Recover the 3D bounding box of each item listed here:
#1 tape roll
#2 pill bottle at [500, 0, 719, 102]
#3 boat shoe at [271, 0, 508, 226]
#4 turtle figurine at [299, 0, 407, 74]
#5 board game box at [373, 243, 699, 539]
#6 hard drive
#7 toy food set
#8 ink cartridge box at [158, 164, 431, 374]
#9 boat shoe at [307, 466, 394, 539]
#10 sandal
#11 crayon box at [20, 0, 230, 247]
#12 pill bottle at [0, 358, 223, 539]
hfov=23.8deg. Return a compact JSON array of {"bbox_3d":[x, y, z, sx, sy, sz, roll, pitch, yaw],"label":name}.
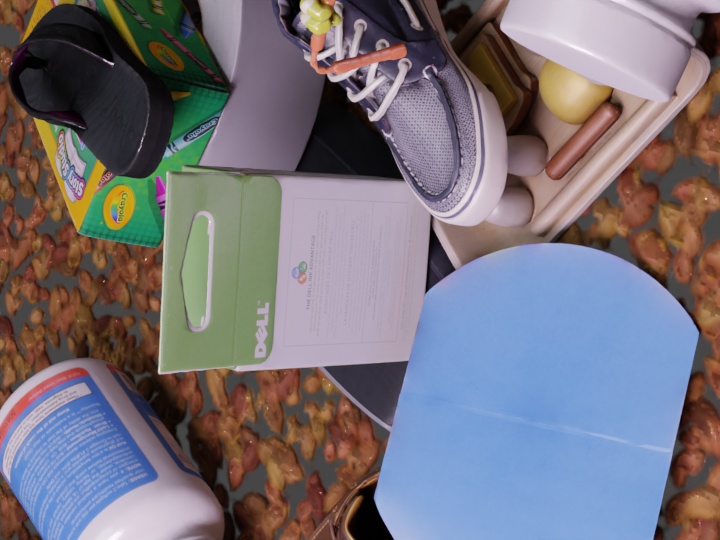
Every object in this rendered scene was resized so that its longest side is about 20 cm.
[{"bbox_3d":[-0.100,-0.129,1.113,0.200,0.066,0.201,-22,64,55],"label":"tape roll"},{"bbox_3d":[0.147,-0.189,0.808,0.119,0.119,0.201,26,94,44],"label":"pill bottle"},{"bbox_3d":[0.008,-0.109,0.942,0.075,0.092,0.201,-53,43,33],"label":"boat shoe"},{"bbox_3d":[0.019,-0.210,0.868,0.200,0.161,0.064,-45,55,-10],"label":"turtle figurine"},{"bbox_3d":[0.098,0.087,0.931,0.157,0.039,0.201,10,80,25],"label":"board game box"},{"bbox_3d":[0.000,0.000,1.053,0.200,0.042,0.135,49,124,35],"label":"hard drive"},{"bbox_3d":[0.090,-0.107,0.945,0.200,0.060,0.144,-48,57,35],"label":"toy food set"},{"bbox_3d":[-0.048,-0.002,0.928,0.059,0.199,0.104,9,96,43],"label":"ink cartridge box"},{"bbox_3d":[0.010,0.154,1.024,0.200,0.067,0.072,-43,60,38],"label":"boat shoe"},{"bbox_3d":[-0.169,-0.113,1.001,0.200,0.048,0.076,33,110,54],"label":"sandal"},{"bbox_3d":[-0.157,-0.123,1.085,0.119,0.058,0.200,-61,37,28],"label":"crayon box"},{"bbox_3d":[-0.163,0.163,1.167,0.200,0.112,0.113,48,123,37],"label":"pill bottle"}]
